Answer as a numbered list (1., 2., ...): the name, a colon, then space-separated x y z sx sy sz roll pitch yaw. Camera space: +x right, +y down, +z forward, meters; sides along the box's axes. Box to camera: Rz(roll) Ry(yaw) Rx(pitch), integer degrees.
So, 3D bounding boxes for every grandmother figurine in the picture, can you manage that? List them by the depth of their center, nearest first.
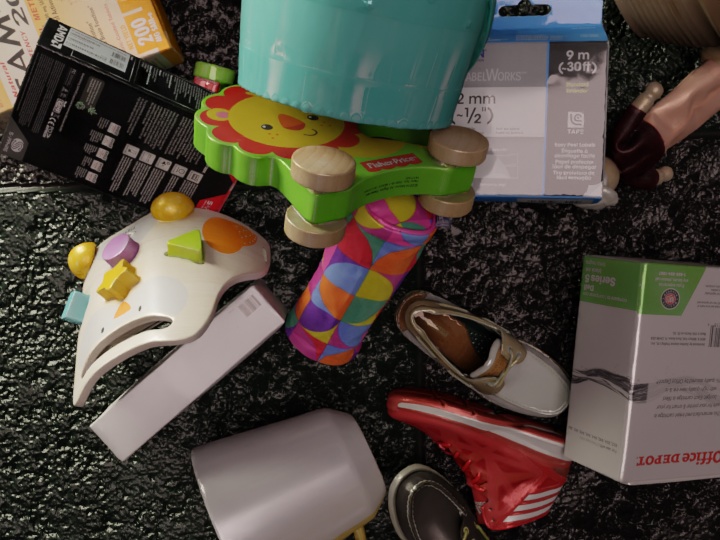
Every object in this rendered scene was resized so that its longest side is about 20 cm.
1. grandmother figurine: 0.277 -0.127 0.819 0.200 0.061 0.121 -38 123 -7

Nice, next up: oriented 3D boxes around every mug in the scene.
1. mug: -0.060 0.214 0.821 0.153 0.187 0.150 -24 62 -9

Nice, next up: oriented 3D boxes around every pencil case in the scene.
1. pencil case: 0.000 0.000 0.775 0.088 0.088 0.200 29 128 -4

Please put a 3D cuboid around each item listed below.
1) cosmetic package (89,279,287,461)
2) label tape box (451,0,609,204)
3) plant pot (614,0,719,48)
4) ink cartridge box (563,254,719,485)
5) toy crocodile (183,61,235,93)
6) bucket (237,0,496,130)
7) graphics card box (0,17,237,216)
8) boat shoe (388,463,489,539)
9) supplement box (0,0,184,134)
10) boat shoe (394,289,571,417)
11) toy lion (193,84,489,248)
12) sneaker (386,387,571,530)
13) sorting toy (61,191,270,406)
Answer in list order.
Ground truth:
1. cosmetic package: -0.160 0.092 0.817 0.200 0.083 0.051 -41 97 2
2. label tape box: 0.142 -0.161 0.752 0.143 0.066 0.200 2 93 11
3. plant pot: 0.276 -0.278 0.772 0.093 0.201 0.201 -25 96 31
4. ink cartridge box: 0.282 0.091 0.808 0.145 0.084 0.200 4 94 -28
5. toy crocodile: -0.107 -0.151 0.808 0.200 0.062 0.068 15 98 -4
6. bucket: 0.001 -0.197 0.662 0.207 0.207 0.135 11 110 -3
7. graphics card box: -0.203 -0.123 0.758 0.200 0.051 0.125 20 130 -23
8. boat shoe: 0.092 0.267 0.814 0.072 0.061 0.201 -38 120 -15
9. supplement box: -0.284 -0.223 0.792 0.200 0.074 0.126 -22 94 0
10. boat shoe: 0.123 0.089 0.834 0.200 0.068 0.075 28 93 -4
11. toy lion: -0.026 -0.105 0.696 0.200 0.192 0.069 -13 132 -29
12. sneaker: 0.109 0.193 0.838 0.200 0.078 0.116 18 92 -2
13. sorting toy: -0.187 0.034 0.736 0.200 0.180 0.107 -30 120 10
